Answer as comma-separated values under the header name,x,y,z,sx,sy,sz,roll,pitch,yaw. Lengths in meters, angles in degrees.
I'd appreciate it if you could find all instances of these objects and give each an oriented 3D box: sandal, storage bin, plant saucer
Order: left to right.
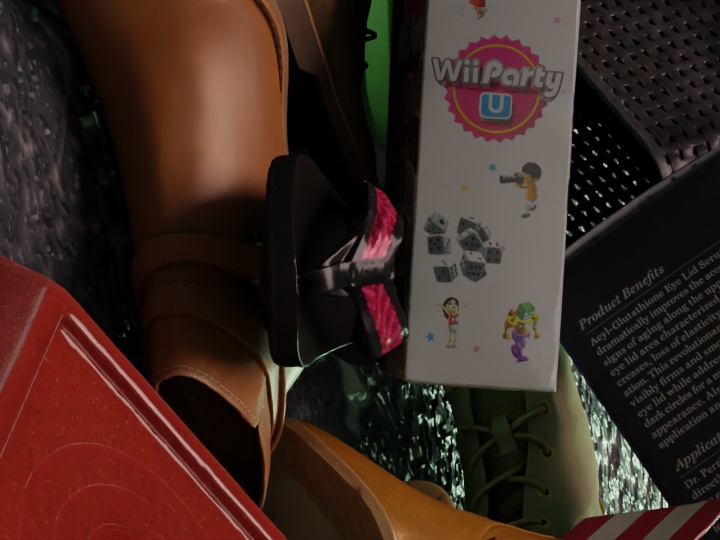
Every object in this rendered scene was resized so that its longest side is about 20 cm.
name,x,y,z,sx,sy,sz,roll,pitch,yaw
plant saucer,-0.078,0.109,0.933,0.200,0.037,0.200,51,29,-22
sandal,0.000,0.000,1.087,0.200,0.045,0.075,20,71,-77
storage bin,0.123,-0.067,1.399,0.200,0.093,0.136,55,-28,39

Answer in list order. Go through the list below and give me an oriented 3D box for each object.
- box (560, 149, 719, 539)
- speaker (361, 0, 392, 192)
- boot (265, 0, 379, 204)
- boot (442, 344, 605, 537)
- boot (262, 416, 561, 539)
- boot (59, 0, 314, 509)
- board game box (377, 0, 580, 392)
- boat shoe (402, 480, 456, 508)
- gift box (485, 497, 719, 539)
name,x,y,z,sx,sy,sz,roll,pitch,yaw
box,0.177,0.074,1.249,0.200,0.104,0.148,57,5,33
speaker,0.020,-0.096,1.328,0.088,0.088,0.201,45,37,-56
boot,-0.014,-0.076,1.185,0.076,0.073,0.200,-50,146,-31
boot,0.067,0.089,1.357,0.200,0.073,0.156,-5,83,-72
boot,0.057,0.121,1.158,0.144,0.071,0.201,-19,58,-46
boot,-0.063,-0.021,1.076,0.155,0.073,0.200,-81,150,-42
board game box,0.045,-0.056,1.180,0.148,0.064,0.201,-179,-87,-85
boat shoe,0.028,0.185,1.192,0.069,0.073,0.201,53,35,-52
gift box,0.066,0.188,0.890,0.185,0.199,0.187,-85,155,-50
